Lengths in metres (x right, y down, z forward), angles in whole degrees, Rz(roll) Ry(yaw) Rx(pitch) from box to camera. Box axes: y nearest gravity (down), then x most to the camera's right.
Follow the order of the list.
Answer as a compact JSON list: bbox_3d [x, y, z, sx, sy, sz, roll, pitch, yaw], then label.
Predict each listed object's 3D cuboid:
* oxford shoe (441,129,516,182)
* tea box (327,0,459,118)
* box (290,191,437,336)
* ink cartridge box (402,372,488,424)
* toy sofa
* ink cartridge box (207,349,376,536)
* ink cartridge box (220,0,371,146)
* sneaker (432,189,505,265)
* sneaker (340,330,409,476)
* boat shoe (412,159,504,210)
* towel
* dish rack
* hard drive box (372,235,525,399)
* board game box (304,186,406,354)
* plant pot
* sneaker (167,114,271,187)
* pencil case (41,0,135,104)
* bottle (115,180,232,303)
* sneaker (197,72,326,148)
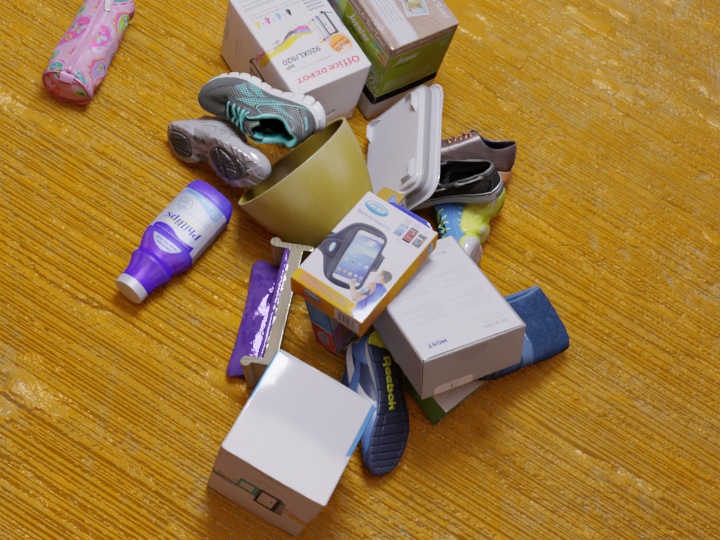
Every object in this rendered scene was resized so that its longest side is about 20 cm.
[{"bbox_3d":[0.154,-0.197,1.607,0.199,0.073,0.071,8,29,-16],"label":"oxford shoe"},{"bbox_3d":[0.031,-0.392,1.613,0.133,0.197,0.201,-26,73,-23],"label":"tea box"},{"bbox_3d":[0.013,-0.020,1.343,0.119,0.042,0.200,32,64,18],"label":"box"},{"bbox_3d":[0.090,0.111,1.465,0.104,0.059,0.200,-33,77,-27],"label":"ink cartridge box"},{"bbox_3d":[-0.128,0.060,1.417,0.097,0.083,0.201,9,63,5],"label":"toy sofa"},{"bbox_3d":[-0.093,0.227,1.290,0.146,0.200,0.147,30,62,1],"label":"ink cartridge box"},{"bbox_3d":[-0.105,-0.333,1.582,0.147,0.145,0.201,-27,75,-24],"label":"ink cartridge box"},{"bbox_3d":[0.146,-0.064,1.567,0.105,0.076,0.201,20,62,20],"label":"sneaker"},{"bbox_3d":[0.016,0.187,1.412,0.074,0.082,0.201,8,76,-44],"label":"sneaker"},{"bbox_3d":[0.119,-0.142,1.539,0.199,0.064,0.071,-3,53,27],"label":"boat shoe"},{"bbox_3d":[0.221,0.092,1.473,0.199,0.049,0.112,-13,64,-41],"label":"towel"},{"bbox_3d":[0.057,-0.180,1.533,0.043,0.171,0.201,19,60,-31],"label":"dish rack"},{"bbox_3d":[0.105,0.058,1.366,0.155,0.077,0.200,-17,45,-18],"label":"hard drive box"},{"bbox_3d":[0.000,0.000,1.445,0.040,0.153,0.200,26,58,29],"label":"board game box"},{"bbox_3d":[-0.059,-0.107,1.480,0.200,0.200,0.142,-47,107,-27],"label":"plant pot"},{"bbox_3d":[-0.196,-0.194,1.507,0.199,0.078,0.099,29,49,31],"label":"sneaker"},{"bbox_3d":[-0.418,-0.354,1.555,0.087,0.088,0.201,20,63,-3],"label":"pencil case"},{"bbox_3d":[-0.272,-0.040,1.450,0.083,0.065,0.200,37,63,4],"label":"bottle"},{"bbox_3d":[-0.154,-0.229,1.458,0.199,0.078,0.091,15,39,16],"label":"sneaker"}]
